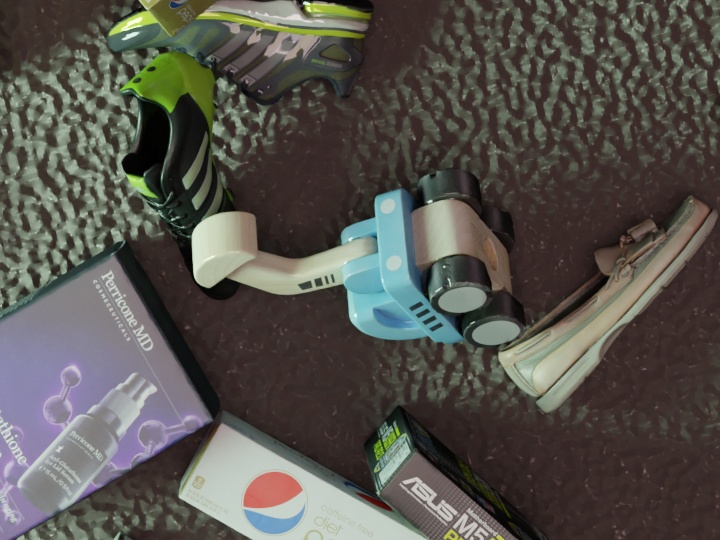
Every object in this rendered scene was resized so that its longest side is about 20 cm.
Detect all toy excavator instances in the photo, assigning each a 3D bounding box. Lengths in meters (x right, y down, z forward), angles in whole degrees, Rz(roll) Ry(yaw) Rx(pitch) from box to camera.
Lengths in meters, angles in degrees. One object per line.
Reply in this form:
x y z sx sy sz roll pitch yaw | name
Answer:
0.000 0.000 1.670 0.199 0.194 0.101 -18 58 19 | toy excavator

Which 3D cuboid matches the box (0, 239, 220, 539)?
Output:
-0.224 0.091 1.687 0.199 0.104 0.149 -31 96 1 | box

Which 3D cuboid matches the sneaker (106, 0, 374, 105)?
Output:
-0.089 -0.163 1.685 0.198 0.074 0.082 1 100 -1 | sneaker

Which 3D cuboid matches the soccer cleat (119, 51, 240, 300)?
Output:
-0.134 -0.062 1.667 0.081 0.067 0.201 -33 125 -37 | soccer cleat

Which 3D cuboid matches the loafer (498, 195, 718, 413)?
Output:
0.186 0.016 1.719 0.063 0.072 0.200 40 96 1 | loafer

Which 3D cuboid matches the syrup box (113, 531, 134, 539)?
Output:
-0.127 0.292 1.725 0.199 0.079 0.082 37 93 -6 | syrup box

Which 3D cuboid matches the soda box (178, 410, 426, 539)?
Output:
-0.037 0.186 1.727 0.199 0.064 0.068 30 94 -5 | soda box

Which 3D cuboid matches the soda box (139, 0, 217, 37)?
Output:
-0.173 -0.268 1.635 0.068 0.064 0.200 -38 73 1 | soda box

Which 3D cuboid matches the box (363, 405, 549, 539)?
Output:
0.078 0.179 1.663 0.160 0.200 0.044 41 93 -5 | box
